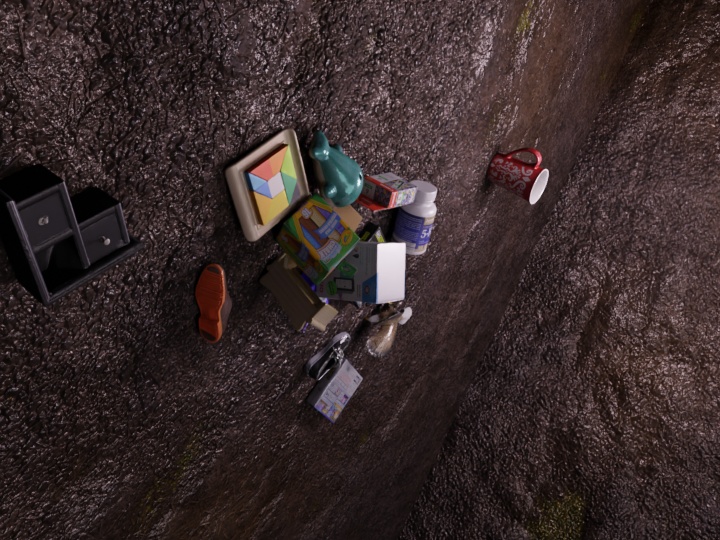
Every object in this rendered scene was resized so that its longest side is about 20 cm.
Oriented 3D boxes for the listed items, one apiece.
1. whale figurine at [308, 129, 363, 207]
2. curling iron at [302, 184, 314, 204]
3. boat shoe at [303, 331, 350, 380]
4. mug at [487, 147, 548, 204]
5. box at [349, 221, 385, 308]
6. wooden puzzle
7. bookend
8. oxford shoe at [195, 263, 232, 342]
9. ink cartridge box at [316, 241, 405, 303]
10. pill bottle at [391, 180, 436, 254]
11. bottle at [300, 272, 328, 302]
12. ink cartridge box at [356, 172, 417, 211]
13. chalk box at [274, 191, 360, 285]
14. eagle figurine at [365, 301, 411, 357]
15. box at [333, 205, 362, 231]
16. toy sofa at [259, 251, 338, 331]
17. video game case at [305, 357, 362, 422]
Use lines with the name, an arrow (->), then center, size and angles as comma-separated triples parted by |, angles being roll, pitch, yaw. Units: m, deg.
whale figurine -> -0.057, -0.244, 1.580 | 0.202, 0.101, 0.163 | 61, 33, -48
curling iron -> -0.173, -0.184, 1.543 | 0.198, 0.025, 0.051 | -3, 116, -58
boat shoe -> -0.087, 0.268, 2.043 | 0.198, 0.067, 0.075 | -34, 143, -41
mug -> 0.593, -0.372, 2.459 | 0.132, 0.197, 0.182 | 5, 112, -58
box -> 0.012, -0.012, 1.983 | 0.195, 0.047, 0.201 | -55, 151, -16
wooden puzzle -> -0.197, -0.188, 1.457 | 0.199, 0.037, 0.189 | -40, 134, -32
bookend -> -0.473, -0.086, 1.067 | 0.199, 0.091, 0.203 | -38, 144, -38
oxford shoe -> -0.326, 0.062, 1.485 | 0.073, 0.069, 0.205 | -54, 162, -54
ink cartridge box -> 0.000, 0.000, 1.726 | 0.144, 0.195, 0.152 | -5, 96, -55
pill bottle -> 0.170, -0.165, 2.030 | 0.118, 0.118, 0.205 | -23, 135, -47
bottle -> -0.129, 0.087, 1.816 | 0.084, 0.064, 0.203 | -47, 149, -25
ink cartridge box -> 0.061, -0.218, 1.812 | 0.198, 0.107, 0.052 | -19, 133, -51
chalk box -> -0.091, -0.057, 1.580 | 0.124, 0.200, 0.125 | -43, 179, -26
eagle figurine -> 0.085, 0.171, 2.163 | 0.148, 0.202, 0.153 | -28, 118, 19
box -> -0.080, -0.090, 1.785 | 0.204, 0.021, 0.163 | -60, 152, -4
toy sofa -> -0.153, 0.061, 1.612 | 0.098, 0.200, 0.083 | -44, 153, 3
video game case -> -0.083, 0.394, 2.185 | 0.183, 0.045, 0.201 | -55, 151, -14
